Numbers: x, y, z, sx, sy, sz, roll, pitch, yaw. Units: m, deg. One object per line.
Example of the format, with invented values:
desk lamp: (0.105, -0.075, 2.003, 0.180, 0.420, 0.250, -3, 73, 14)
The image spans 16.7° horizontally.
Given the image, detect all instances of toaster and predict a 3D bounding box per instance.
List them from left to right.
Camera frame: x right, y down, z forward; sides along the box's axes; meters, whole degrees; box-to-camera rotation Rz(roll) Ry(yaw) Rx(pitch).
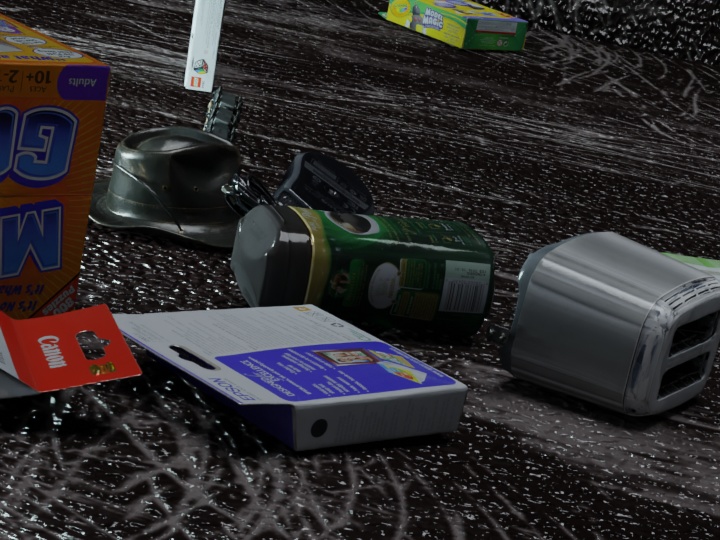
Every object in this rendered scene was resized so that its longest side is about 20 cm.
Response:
toaster: (0.197, 0.042, 1.892, 0.129, 0.114, 0.200, 20, 16, 26)

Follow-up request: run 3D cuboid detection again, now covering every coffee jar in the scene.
coffee jar: (0.000, 0.000, 1.966, 0.199, 0.086, 0.104, 5, 18, -21)

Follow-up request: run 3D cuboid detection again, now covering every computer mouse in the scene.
computer mouse: (-0.047, -0.048, 2.156, 0.138, 0.053, 0.200, 37, 21, 0)

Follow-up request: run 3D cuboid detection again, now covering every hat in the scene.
hat: (-0.160, -0.084, 2.177, 0.200, 0.081, 0.201, 10, 14, -2)

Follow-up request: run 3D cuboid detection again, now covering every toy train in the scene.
toy train: (-0.143, -0.143, 2.479, 0.034, 0.046, 0.200, 21, 17, -6)

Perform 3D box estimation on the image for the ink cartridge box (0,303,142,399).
ink cartridge box: (-0.259, 0.041, 1.648, 0.199, 0.047, 0.160, -8, 18, -13)

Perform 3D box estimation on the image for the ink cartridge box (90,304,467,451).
ink cartridge box: (-0.062, 0.073, 1.738, 0.200, 0.044, 0.198, -1, 18, -38)

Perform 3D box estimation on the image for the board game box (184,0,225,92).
board game box: (-0.176, -0.288, 2.829, 0.035, 0.127, 0.200, 9, 15, -4)

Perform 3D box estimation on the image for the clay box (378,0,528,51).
clay box: (0.125, -0.351, 3.412, 0.115, 0.048, 0.200, -1, 20, -38)

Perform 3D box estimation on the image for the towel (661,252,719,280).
towel: (0.306, 0.021, 2.220, 0.149, 0.031, 0.200, 9, 13, -14)

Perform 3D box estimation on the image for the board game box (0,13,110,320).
board game box: (-0.334, -0.084, 1.831, 0.200, 0.200, 0.200, -2, 19, -39)
